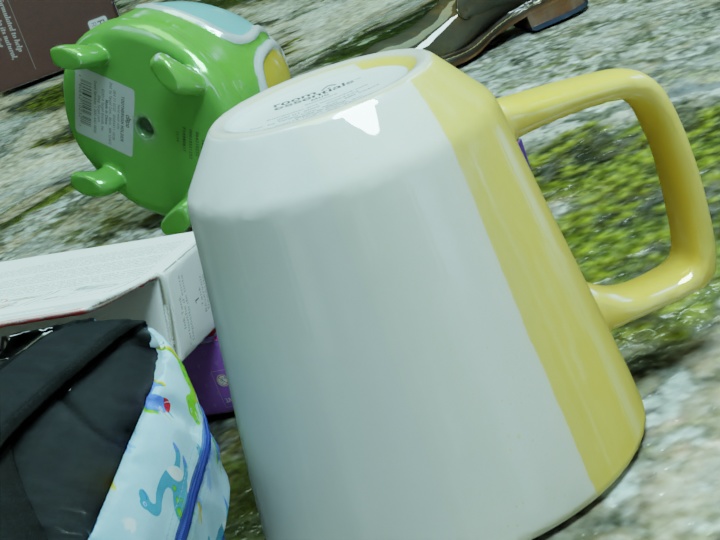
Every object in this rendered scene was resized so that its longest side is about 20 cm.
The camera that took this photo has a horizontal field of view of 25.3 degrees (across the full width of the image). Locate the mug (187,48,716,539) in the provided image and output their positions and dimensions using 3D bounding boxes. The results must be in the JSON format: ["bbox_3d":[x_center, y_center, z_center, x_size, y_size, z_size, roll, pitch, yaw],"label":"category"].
[{"bbox_3d":[0.021,-0.002,0.589,0.149,0.153,0.187,-4,24,42],"label":"mug"}]

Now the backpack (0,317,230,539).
[{"bbox_3d":[-0.115,0.097,0.502,0.163,0.154,0.200,-18,37,17],"label":"backpack"}]

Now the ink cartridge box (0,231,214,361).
[{"bbox_3d":[-0.171,0.031,0.662,0.200,0.045,0.176,-9,10,12],"label":"ink cartridge box"}]

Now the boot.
[{"bbox_3d":[0.071,-0.213,1.219,0.200,0.097,0.075,-25,19,-15],"label":"boot"}]

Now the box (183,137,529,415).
[{"bbox_3d":[0.000,0.000,0.783,0.137,0.039,0.200,-11,21,24],"label":"box"}]

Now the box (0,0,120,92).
[{"bbox_3d":[-0.383,-0.326,1.900,0.164,0.166,0.200,-21,18,-6],"label":"box"}]

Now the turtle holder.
[{"bbox_3d":[-0.099,-0.113,1.046,0.185,0.141,0.132,-6,22,39],"label":"turtle holder"}]
